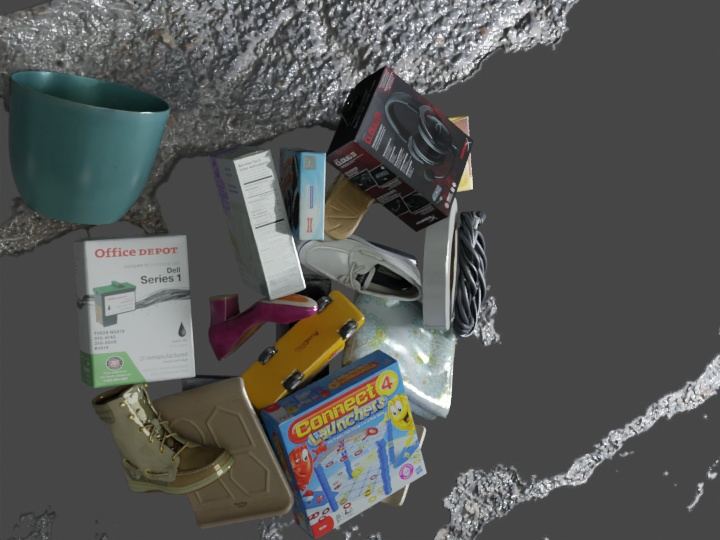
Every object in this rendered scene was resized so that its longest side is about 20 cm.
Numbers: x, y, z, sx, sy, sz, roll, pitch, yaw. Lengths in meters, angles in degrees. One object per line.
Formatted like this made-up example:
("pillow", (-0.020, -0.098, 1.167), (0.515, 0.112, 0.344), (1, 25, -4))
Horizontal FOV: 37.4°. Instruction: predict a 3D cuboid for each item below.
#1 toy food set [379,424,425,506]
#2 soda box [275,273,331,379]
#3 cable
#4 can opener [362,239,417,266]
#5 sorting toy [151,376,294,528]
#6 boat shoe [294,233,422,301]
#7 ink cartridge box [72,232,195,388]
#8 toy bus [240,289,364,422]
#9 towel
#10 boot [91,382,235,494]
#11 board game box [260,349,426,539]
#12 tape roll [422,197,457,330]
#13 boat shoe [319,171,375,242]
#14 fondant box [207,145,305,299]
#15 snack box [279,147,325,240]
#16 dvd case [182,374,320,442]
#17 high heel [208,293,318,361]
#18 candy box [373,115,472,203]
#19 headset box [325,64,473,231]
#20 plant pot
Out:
("toy food set", (0.023, 0.245, 1.613), (0.200, 0.060, 0.144), (50, 47, -35))
("soda box", (-0.086, 0.108, 1.592), (0.071, 0.063, 0.201), (-2, 99, -23))
("cable", (0.172, 0.009, 1.644), (0.051, 0.163, 0.201), (4, 99, 6))
("can opener", (0.002, -0.036, 1.608), (0.200, 0.063, 0.079), (21, 96, -25))
("sorting toy", (-0.195, 0.257, 1.503), (0.036, 0.185, 0.201), (-29, 100, -57))
("boat shoe", (0.000, 0.000, 1.551), (0.200, 0.066, 0.072), (21, 114, -24))
("ink cartridge box", (-0.311, 0.050, 1.463), (0.146, 0.084, 0.201), (-5, 94, -24))
("toy bus", (-0.084, 0.120, 1.507), (0.065, 0.078, 0.200), (43, 74, 15))
("towel", (0.064, 0.116, 1.617), (0.200, 0.048, 0.172), (33, 46, -27))
("boot", (-0.275, 0.225, 1.467), (0.073, 0.200, 0.156), (-38, 111, -48))
("board game box", (-0.019, 0.243, 1.499), (0.200, 0.056, 0.196), (-26, 117, -23))
("tape roll", (0.120, -0.010, 1.597), (0.037, 0.203, 0.203), (3, 98, 8))
("boat shoe", (-0.010, -0.118, 1.532), (0.074, 0.069, 0.200), (45, 60, -14))
("fondant box", (-0.147, -0.071, 1.494), (0.058, 0.144, 0.201), (-18, 104, -19))
("snack box", (-0.084, -0.110, 1.484), (0.037, 0.200, 0.117), (0, 98, -12))
("dvd case", (-0.160, 0.229, 1.556), (0.199, 0.025, 0.151), (2, 99, 2))
("high heel", (-0.138, 0.083, 1.502), (0.067, 0.199, 0.096), (-14, 101, -58))
("candy box", (0.070, -0.170, 1.624), (0.199, 0.056, 0.117), (-10, 102, -23))
("headset box", (0.050, -0.176, 1.497), (0.200, 0.077, 0.149), (38, 54, -23))
("plant pot", (-0.358, -0.153, 1.369), (0.200, 0.201, 0.161), (6, 108, -24))
